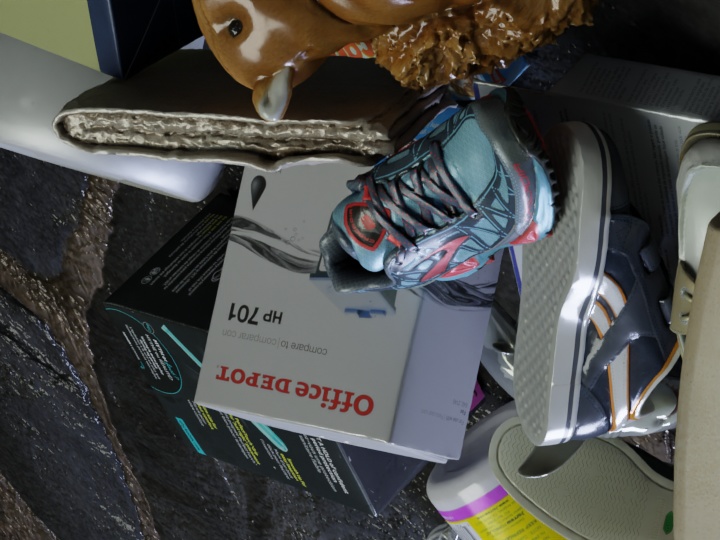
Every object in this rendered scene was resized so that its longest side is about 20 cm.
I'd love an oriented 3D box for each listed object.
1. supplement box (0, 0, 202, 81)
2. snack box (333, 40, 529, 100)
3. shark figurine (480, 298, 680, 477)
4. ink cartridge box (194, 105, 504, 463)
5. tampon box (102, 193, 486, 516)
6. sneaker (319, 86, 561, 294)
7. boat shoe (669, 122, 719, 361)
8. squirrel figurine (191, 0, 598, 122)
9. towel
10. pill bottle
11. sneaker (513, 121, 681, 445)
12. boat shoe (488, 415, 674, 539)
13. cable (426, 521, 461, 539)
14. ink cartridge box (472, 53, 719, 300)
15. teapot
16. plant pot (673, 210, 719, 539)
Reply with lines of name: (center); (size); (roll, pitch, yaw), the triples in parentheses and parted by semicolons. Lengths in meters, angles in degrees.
supplement box: (-0.170, -0.246, 1.581); (0.200, 0.134, 0.200); (23, 133, 38)
snack box: (0.001, -0.154, 1.614); (0.200, 0.037, 0.116); (3, 132, 54)
shark figurine: (0.094, 0.041, 1.668); (0.215, 0.128, 0.089); (49, 165, -4)
ink cartridge box: (0.000, 0.000, 1.620); (0.146, 0.200, 0.086); (9, 173, 33)
tampon box: (-0.044, 0.053, 1.874); (0.200, 0.126, 0.150); (15, 141, 45)
sneaker: (0.036, -0.028, 1.446); (0.079, 0.095, 0.200); (65, 156, 12)
boat shoe: (0.200, 0.013, 1.427); (0.075, 0.068, 0.200); (9, 140, 29)
squirrel figurine: (0.016, -0.150, 1.433); (0.200, 0.142, 0.187); (31, 119, -31)
towel: (-0.055, -0.091, 1.534); (0.200, 0.133, 0.035); (5, 110, 21)
pill bottle: (0.141, 0.187, 1.822); (0.200, 0.104, 0.104); (51, 153, -11)
sneaker: (0.131, 0.003, 1.466); (0.078, 0.079, 0.200); (-115, 22, -48)
boat shoe: (0.167, 0.146, 1.714); (0.200, 0.072, 0.068); (22, 175, -9)
cable: (0.128, 0.252, 1.975); (0.200, 0.069, 0.200); (44, 155, 2)
ink cartridge box: (0.172, -0.030, 1.491); (0.200, 0.043, 0.197); (14, 142, 26)
teapot: (-0.163, -0.135, 1.772); (0.200, 0.146, 0.197); (15, 178, 17)
plant pot: (0.267, 0.030, 1.312); (0.200, 0.200, 0.177); (8, 123, 38)
